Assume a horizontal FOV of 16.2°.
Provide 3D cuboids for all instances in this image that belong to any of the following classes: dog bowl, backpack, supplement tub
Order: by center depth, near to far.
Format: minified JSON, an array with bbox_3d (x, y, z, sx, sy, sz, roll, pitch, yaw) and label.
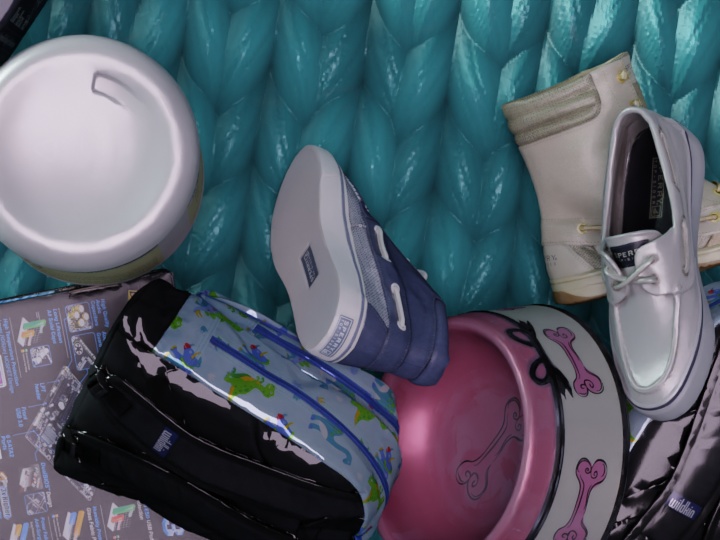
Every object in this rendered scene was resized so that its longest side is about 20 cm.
[{"bbox_3d":[-0.172,-0.065,1.610,0.144,0.200,0.146,0,86,-3],"label":"supplement tub"},{"bbox_3d":[-0.071,0.106,1.612,0.200,0.154,0.164,35,131,10],"label":"backpack"},{"bbox_3d":[0.080,0.117,1.639,0.074,0.200,0.201,12,93,-38],"label":"dog bowl"},{"bbox_3d":[0.232,0.106,1.679,0.162,0.154,0.201,22,109,-14],"label":"backpack"}]

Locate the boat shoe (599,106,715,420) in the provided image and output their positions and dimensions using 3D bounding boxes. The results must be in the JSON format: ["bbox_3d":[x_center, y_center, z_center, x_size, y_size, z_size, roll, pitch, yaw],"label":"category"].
[{"bbox_3d":[0.183,-0.007,1.609,0.072,0.066,0.201,-5,72,36],"label":"boat shoe"}]

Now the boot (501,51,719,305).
[{"bbox_3d":[0.206,-0.075,1.706,0.199,0.072,0.156,-17,91,-2],"label":"boot"}]

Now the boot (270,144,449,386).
[{"bbox_3d":[0.000,0.000,1.656,0.090,0.201,0.073,22,123,-24],"label":"boot"}]

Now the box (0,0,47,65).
[{"bbox_3d":[-0.231,-0.235,1.605,0.117,0.197,0.200,34,90,-5],"label":"box"}]

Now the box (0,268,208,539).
[{"bbox_3d":[-0.205,0.114,1.691,0.197,0.050,0.201,-12,95,-11],"label":"box"}]
